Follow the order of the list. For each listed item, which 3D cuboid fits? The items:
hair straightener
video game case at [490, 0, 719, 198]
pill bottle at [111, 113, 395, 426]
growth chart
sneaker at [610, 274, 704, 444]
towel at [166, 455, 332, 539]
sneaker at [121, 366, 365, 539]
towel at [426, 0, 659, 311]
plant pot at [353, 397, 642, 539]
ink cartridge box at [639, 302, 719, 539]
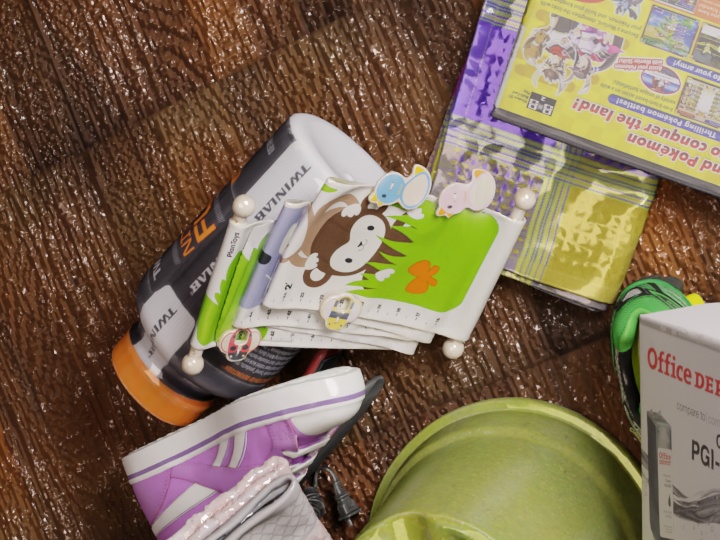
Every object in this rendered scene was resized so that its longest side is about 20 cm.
[{"bbox_3d":[-0.040,0.146,1.157,0.077,0.041,0.201,36,105,14],"label":"hair straightener"},{"bbox_3d":[0.196,-0.143,1.035,0.198,0.026,0.182,20,101,4],"label":"video game case"},{"bbox_3d":[-0.068,0.007,1.122,0.200,0.106,0.106,-46,79,17],"label":"pill bottle"},{"bbox_3d":[0.000,0.000,1.061,0.018,0.198,0.146,-117,34,-48],"label":"growth chart"},{"bbox_3d":[0.190,0.103,1.046,0.078,0.085,0.202,-26,86,20],"label":"sneaker"},{"bbox_3d":[-0.093,0.220,1.067,0.199,0.192,0.032,-37,54,-12],"label":"towel"},{"bbox_3d":[-0.056,0.134,1.109,0.200,0.072,0.115,-29,79,41],"label":"sneaker"},{"bbox_3d":[0.118,-0.086,1.091,0.143,0.023,0.202,23,102,18],"label":"towel"},{"bbox_3d":[0.067,0.187,1.045,0.198,0.184,0.203,2,95,20],"label":"plant pot"},{"bbox_3d":[0.211,0.125,0.938,0.084,0.146,0.202,-2,97,-16],"label":"ink cartridge box"}]
